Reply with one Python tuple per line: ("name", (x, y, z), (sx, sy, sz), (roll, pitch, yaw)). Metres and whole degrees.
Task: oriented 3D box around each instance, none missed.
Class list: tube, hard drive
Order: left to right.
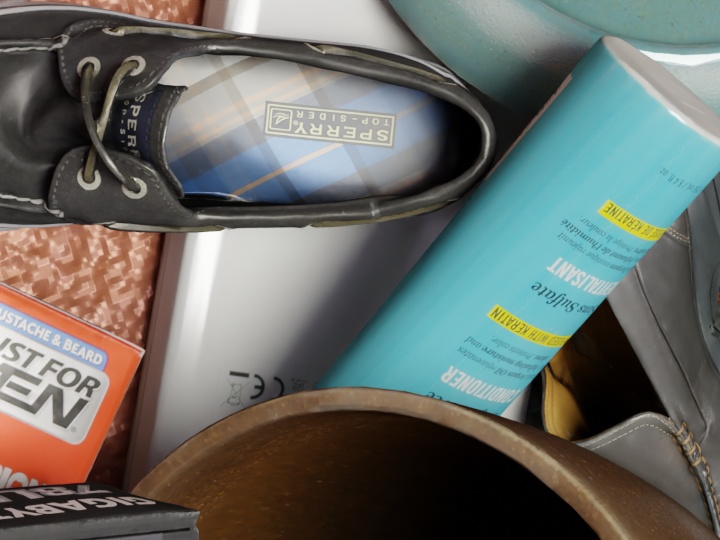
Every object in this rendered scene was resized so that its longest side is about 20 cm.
("hard drive", (0.000, 0.000, 0.814), (0.132, 0.026, 0.200), (9, 91, -28))
("tube", (0.027, 0.022, 0.751), (0.077, 0.050, 0.200), (23, 114, -44))

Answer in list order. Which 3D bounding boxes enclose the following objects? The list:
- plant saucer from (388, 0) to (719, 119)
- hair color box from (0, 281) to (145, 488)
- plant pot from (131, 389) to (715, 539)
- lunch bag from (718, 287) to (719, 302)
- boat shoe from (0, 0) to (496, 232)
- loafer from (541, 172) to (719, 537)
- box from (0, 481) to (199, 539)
("plant saucer", (0.093, -0.135, 0.791), (0.200, 0.027, 0.200), (2, 73, -6))
("hair color box", (-0.145, 0.094, 0.701), (0.064, 0.111, 0.200), (26, 84, -28))
("plant pot", (0.046, 0.126, 0.716), (0.200, 0.187, 0.187), (4, 94, -61))
("lunch bag", (0.181, -0.085, 0.867), (0.200, 0.082, 0.176), (-15, 102, -25))
("boat shoe", (-0.056, -0.040, 0.737), (0.200, 0.066, 0.070), (6, 93, -13))
("loafer", (0.085, 0.040, 0.826), (0.072, 0.073, 0.200), (-30, 115, -36))
("box", (-0.130, 0.153, 0.579), (0.198, 0.050, 0.200), (1, 98, -48))
